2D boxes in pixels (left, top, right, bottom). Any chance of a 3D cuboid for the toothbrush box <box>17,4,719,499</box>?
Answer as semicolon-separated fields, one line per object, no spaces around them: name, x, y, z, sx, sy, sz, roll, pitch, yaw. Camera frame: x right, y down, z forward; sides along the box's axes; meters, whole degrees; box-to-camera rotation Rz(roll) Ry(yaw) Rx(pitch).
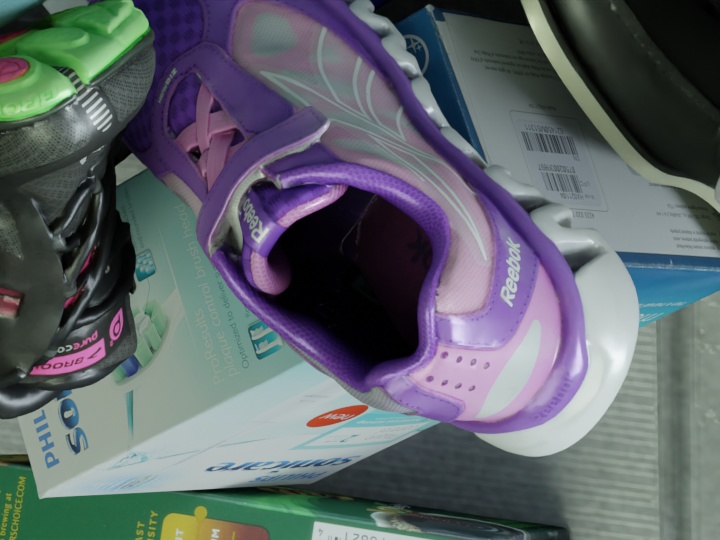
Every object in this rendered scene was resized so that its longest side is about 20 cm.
toothbrush box;0.000;0.000;0.933;0.200;0.146;0.085;-26;73;32

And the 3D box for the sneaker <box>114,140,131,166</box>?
sneaker;-0.148;-0.054;0.966;0.200;0.076;0.088;-2;121;60

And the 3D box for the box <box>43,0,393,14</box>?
box;-0.043;-0.173;0.873;0.184;0.105;0.200;-29;107;32

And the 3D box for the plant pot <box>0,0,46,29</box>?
plant pot;-0.145;-0.138;0.761;0.200;0.200;0.188;42;142;-9

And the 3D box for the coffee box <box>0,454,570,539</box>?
coffee box;-0.036;0.099;1.038;0.200;0.123;0.044;7;89;18

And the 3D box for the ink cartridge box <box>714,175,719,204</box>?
ink cartridge box;0.202;-0.003;0.779;0.116;0.200;0.068;10;108;-32

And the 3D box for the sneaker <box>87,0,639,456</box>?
sneaker;-0.016;-0.025;0.801;0.200;0.088;0.081;42;115;28

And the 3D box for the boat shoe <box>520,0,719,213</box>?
boat shoe;0.116;-0.052;0.880;0.063;0.074;0.201;-28;136;26

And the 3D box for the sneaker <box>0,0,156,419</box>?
sneaker;-0.086;-0.013;0.802;0.084;0.077;0.200;57;160;9
